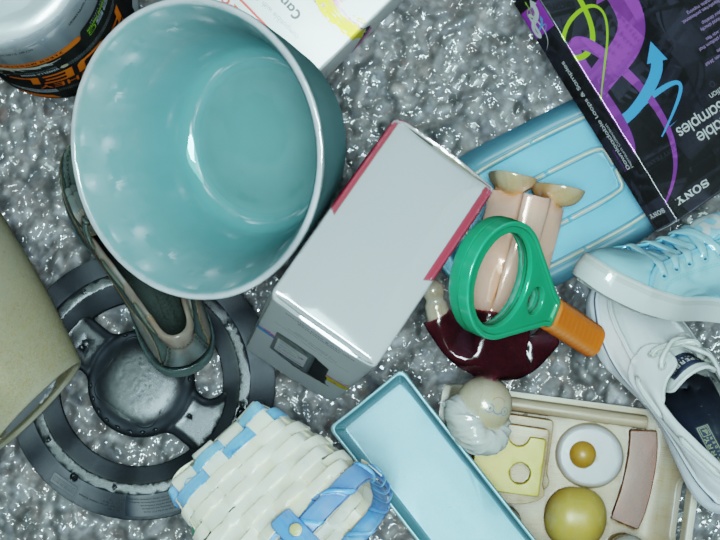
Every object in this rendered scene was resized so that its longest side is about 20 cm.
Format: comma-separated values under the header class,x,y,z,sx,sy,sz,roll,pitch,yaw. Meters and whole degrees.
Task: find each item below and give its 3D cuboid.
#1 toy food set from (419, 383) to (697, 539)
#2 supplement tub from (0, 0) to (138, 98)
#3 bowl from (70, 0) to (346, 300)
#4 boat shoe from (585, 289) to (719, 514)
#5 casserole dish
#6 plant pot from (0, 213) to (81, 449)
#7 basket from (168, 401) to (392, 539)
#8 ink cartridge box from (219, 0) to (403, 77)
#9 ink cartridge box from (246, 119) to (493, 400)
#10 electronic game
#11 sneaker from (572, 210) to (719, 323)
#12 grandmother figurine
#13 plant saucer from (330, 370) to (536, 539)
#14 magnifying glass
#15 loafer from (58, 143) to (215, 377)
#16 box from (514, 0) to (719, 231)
class,x,y,z,sx,sy,sz,roll,pitch,yaw
toy food set,0.148,0.167,1.117,0.199,0.060,0.144,8,90,-1
supplement tub,-0.223,-0.189,1.040,0.122,0.200,0.123,0,85,5
bowl,-0.090,-0.087,1.041,0.200,0.105,0.202,5,101,26
boat shoe,0.234,0.078,1.089,0.073,0.065,0.200,-27,68,-16
casserole dish,0.145,-0.055,1.131,0.199,0.039,0.122,-27,90,0
plant pot,-0.297,0.028,1.043,0.200,0.187,0.187,45,89,2
basket,-0.027,0.197,1.032,0.200,0.176,0.139,37,78,20
ink cartridge box,-0.047,-0.205,1.113,0.116,0.067,0.200,44,89,-1
ink cartridge box,0.000,0.000,1.034,0.085,0.200,0.148,34,76,0
electronic game,-0.163,0.084,1.121,0.199,0.042,0.201,0,81,-3
sneaker,0.235,-0.010,1.079,0.199,0.074,0.082,6,107,-38
grandmother figurine,0.099,0.032,1.077,0.121,0.061,0.201,11,89,-11
plant saucer,0.066,0.171,1.096,0.070,0.019,0.200,-39,84,5
magnifying glass,0.118,0.021,1.032,0.022,0.200,0.080,18,83,38
loafer,-0.161,-0.021,1.087,0.072,0.063,0.201,-27,72,-11
box,0.224,-0.149,1.112,0.143,0.036,0.201,-32,91,-22
